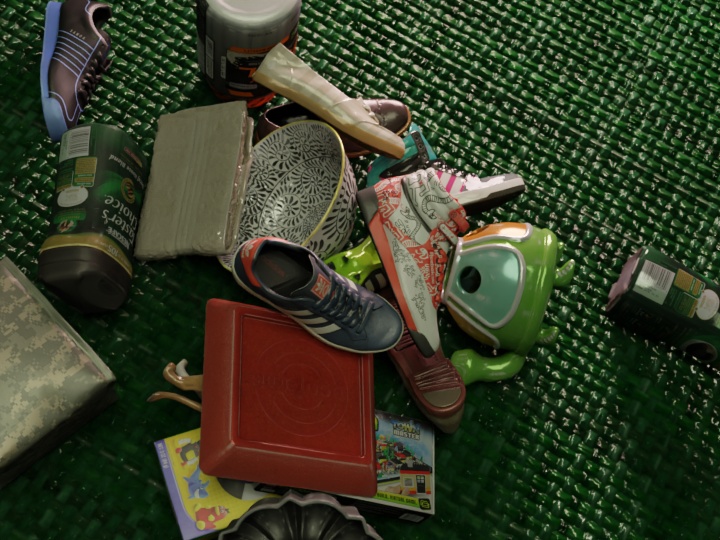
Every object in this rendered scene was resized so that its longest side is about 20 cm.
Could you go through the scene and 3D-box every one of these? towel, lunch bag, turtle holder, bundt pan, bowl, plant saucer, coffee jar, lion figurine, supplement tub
[{"bbox_3d":[-0.195,-0.105,1.374,0.132,0.034,0.201,-4,65,27],"label":"towel"},{"bbox_3d":[-0.386,0.103,1.246,0.164,0.118,0.200,-39,82,-21],"label":"lunch bag"},{"bbox_3d":[0.160,0.031,1.352,0.131,0.186,0.141,14,34,-3],"label":"turtle holder"},{"bbox_3d":[-0.062,0.315,1.192,0.201,0.076,0.203,0,100,-3],"label":"bundt pan"},{"bbox_3d":[-0.070,-0.065,1.353,0.094,0.200,0.201,37,58,-41],"label":"bowl"},{"bbox_3d":[-0.067,0.128,1.228,0.199,0.037,0.201,12,58,-23],"label":"plant saucer"},{"bbox_3d":[0.400,0.053,1.381,0.199,0.104,0.086,27,69,3],"label":"coffee jar"},{"bbox_3d":[-0.130,0.112,1.291,0.122,0.073,0.200,40,60,5],"label":"lion figurine"},{"bbox_3d":[-0.136,-0.287,1.395,0.122,0.200,0.123,2,67,-6],"label":"supplement tub"},{"bbox_3d":[-0.300,-0.057,1.312,0.085,0.104,0.201,-7,62,18],"label":"coffee jar"}]

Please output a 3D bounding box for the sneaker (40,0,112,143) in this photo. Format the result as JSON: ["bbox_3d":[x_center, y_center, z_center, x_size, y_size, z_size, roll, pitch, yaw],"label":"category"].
[{"bbox_3d":[-0.345,-0.248,1.421,0.078,0.070,0.201,-3,67,-2],"label":"sneaker"}]

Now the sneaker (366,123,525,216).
[{"bbox_3d":[0.095,-0.123,1.427,0.199,0.084,0.121,-13,79,-11],"label":"sneaker"}]

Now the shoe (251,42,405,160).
[{"bbox_3d":[-0.028,-0.193,1.347,0.200,0.070,0.054,30,90,-12],"label":"shoe"}]

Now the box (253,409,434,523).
[{"bbox_3d":[-0.015,0.200,1.260,0.199,0.035,0.110,15,56,-21],"label":"box"}]

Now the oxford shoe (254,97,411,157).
[{"bbox_3d":[-0.029,-0.183,1.436,0.199,0.073,0.071,-13,69,-13],"label":"oxford shoe"}]

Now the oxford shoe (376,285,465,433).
[{"bbox_3d":[0.064,0.101,1.338,0.070,0.075,0.200,-16,51,-5],"label":"oxford shoe"}]

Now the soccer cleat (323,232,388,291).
[{"bbox_3d":[0.000,0.000,1.358,0.200,0.081,0.068,-23,80,-47],"label":"soccer cleat"}]

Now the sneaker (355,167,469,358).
[{"bbox_3d":[0.078,-0.013,1.282,0.108,0.067,0.202,-21,82,0],"label":"sneaker"}]

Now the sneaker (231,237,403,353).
[{"bbox_3d":[-0.039,0.026,1.216,0.199,0.085,0.075,25,73,-10],"label":"sneaker"}]

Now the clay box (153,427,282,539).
[{"bbox_3d":[-0.114,0.215,1.274,0.199,0.048,0.115,-17,71,-14],"label":"clay box"}]
